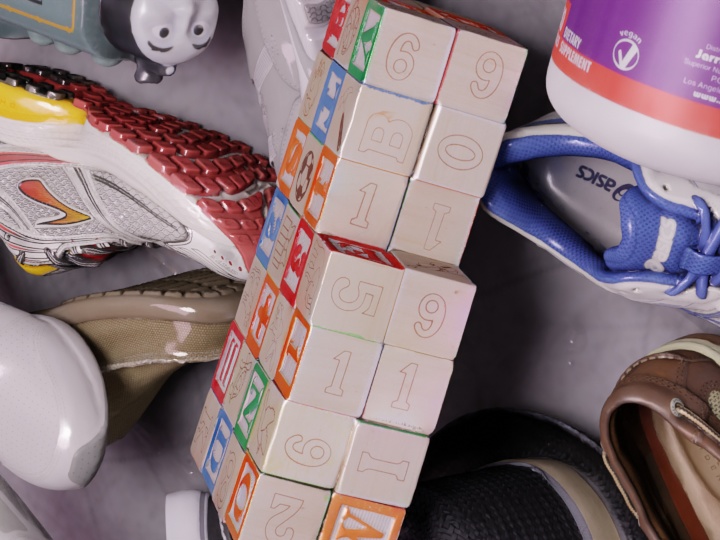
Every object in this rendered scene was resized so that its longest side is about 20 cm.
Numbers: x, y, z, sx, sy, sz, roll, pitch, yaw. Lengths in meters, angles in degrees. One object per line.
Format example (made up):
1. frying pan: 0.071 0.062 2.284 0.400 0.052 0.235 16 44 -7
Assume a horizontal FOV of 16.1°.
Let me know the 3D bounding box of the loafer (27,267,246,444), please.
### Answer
1. loafer: -0.115 0.044 1.131 0.199 0.076 0.068 -12 91 45

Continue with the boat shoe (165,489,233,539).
1. boat shoe: -0.037 0.186 1.100 0.066 0.070 0.201 -14 67 -2

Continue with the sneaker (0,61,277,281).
1. sneaker: -0.108 -0.031 1.111 0.199 0.078 0.083 23 105 39

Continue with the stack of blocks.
1. stack of blocks: 0.000 0.000 0.961 0.115 0.058 0.201 -133 59 -72

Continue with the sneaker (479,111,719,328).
1. sneaker: 0.132 -0.003 0.941 0.199 0.088 0.076 21 107 29

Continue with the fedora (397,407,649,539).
1. fedora: 0.032 0.153 1.003 0.200 0.091 0.202 -9 78 46

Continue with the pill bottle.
1. pill bottle: 0.141 -0.136 0.898 0.112 0.112 0.201 25 110 29

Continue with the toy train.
1. toy train: -0.122 -0.148 1.080 0.200 0.085 0.115 22 114 48

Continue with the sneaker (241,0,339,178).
1. sneaker: -0.008 -0.073 1.052 0.082 0.074 0.201 -158 61 -67

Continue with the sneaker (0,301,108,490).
1. sneaker: -0.183 0.033 1.091 0.200 0.080 0.071 38 117 35

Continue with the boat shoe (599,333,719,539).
1. boat shoe: 0.152 0.122 0.948 0.075 0.075 0.203 -42 78 32

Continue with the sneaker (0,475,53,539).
1. sneaker: -0.104 0.140 1.056 0.115 0.076 0.201 -41 78 33
